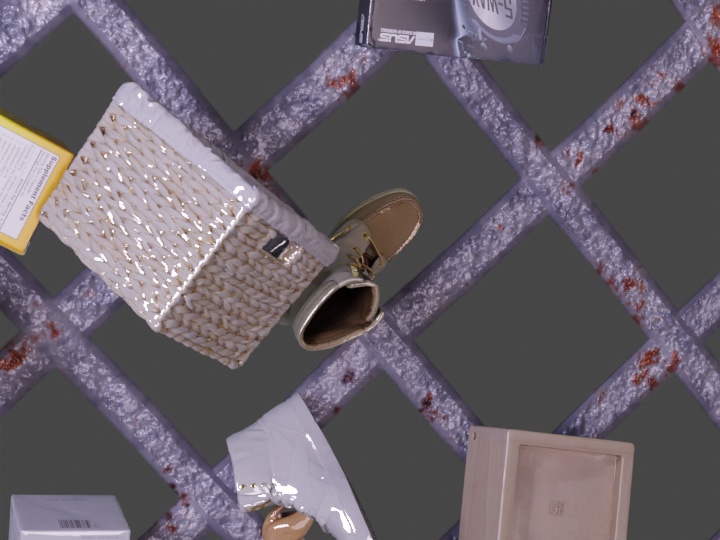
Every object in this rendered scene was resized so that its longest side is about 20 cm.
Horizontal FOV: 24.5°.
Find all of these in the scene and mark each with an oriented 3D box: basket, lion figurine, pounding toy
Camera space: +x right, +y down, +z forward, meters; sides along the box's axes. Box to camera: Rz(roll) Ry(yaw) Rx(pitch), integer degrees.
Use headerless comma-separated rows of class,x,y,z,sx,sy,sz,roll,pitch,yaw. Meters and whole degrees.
basket,-0.164,-0.040,1.567,0.161,0.200,0.198,-50,154,2
lion figurine,-0.064,0.316,1.782,0.122,0.072,0.201,-17,92,-5
pounding toy,0.211,0.273,1.830,0.199,0.142,0.186,8,85,-21

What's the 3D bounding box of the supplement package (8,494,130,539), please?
supplement package,-0.301,0.340,1.683,0.113,0.110,0.202,2,101,-17

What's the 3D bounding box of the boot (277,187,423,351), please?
boot,0.000,0.000,1.679,0.200,0.155,0.072,-37,110,-6

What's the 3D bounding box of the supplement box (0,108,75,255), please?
supplement box,-0.384,-0.114,1.561,0.199,0.109,0.109,29,92,-20

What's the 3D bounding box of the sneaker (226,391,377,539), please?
sneaker,-0.065,0.237,1.717,0.115,0.201,0.074,-29,153,-5

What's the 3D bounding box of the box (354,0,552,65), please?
box,0.101,-0.300,1.706,0.198,0.044,0.162,4,100,-18
